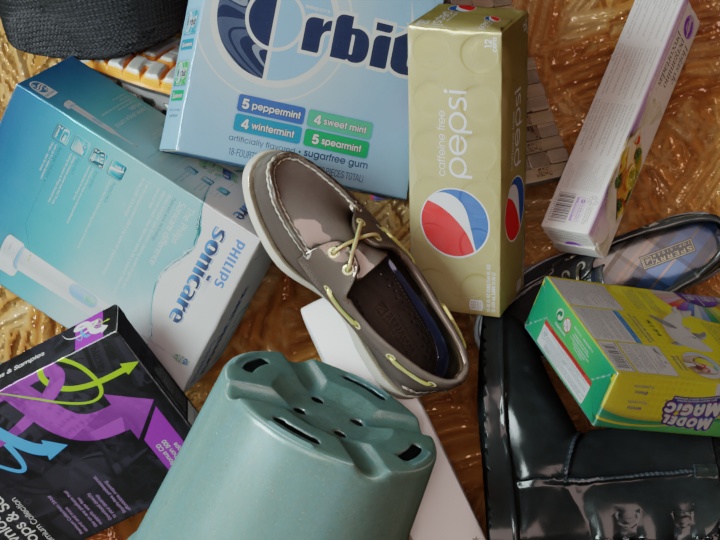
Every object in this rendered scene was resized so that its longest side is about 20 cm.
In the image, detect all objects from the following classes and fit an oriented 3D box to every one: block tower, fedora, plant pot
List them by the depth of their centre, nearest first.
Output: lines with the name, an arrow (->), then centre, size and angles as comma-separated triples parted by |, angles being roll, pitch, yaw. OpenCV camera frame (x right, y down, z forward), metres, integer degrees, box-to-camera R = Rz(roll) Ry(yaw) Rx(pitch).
plant pot -> -0.053, 0.172, 1.167 | 0.200, 0.200, 0.197 | 26, 107, 5
fedora -> -0.190, -0.203, 1.284 | 0.200, 0.201, 0.092 | -6, 113, 1
block tower -> 0.086, -0.150, 1.293 | 0.054, 0.058, 0.201 | -14, 80, -29

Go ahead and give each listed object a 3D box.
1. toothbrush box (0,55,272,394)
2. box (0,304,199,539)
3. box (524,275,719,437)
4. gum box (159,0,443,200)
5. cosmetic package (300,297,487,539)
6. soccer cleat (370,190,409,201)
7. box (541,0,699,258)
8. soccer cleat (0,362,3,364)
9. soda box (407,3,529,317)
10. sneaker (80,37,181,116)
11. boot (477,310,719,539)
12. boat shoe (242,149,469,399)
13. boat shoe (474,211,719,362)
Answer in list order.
toothbrush box -> -0.164, -0.031, 1.252 | 0.200, 0.085, 0.147 | 32, 118, 7
box -> -0.213, 0.124, 1.234 | 0.200, 0.036, 0.143 | -27, 123, 12
box -> 0.222, 0.061, 1.214 | 0.199, 0.117, 0.048 | 6, 121, -25
gum box -> -0.032, -0.162, 1.217 | 0.169, 0.045, 0.201 | 11, 90, -22
cosmetic package -> 0.024, 0.109, 1.260 | 0.051, 0.083, 0.201 | -26, 83, -1
soccer cleat -> -0.003, -0.146, 1.298 | 0.073, 0.068, 0.200 | -28, 87, -4
box -> 0.185, -0.104, 1.273 | 0.041, 0.039, 0.201 | 11, 68, 33
soccer cleat -> -0.315, 0.085, 1.274 | 0.199, 0.084, 0.065 | 6, 83, 3
soda box -> 0.073, -0.075, 1.216 | 0.067, 0.064, 0.201 | 7, 113, 20
sneaker -> -0.115, -0.113, 1.298 | 0.199, 0.078, 0.077 | 20, 122, 17
boot -> 0.162, 0.116, 1.212 | 0.162, 0.073, 0.199 | -3, 62, 1
boat shoe -> 0.000, 0.000, 1.180 | 0.072, 0.059, 0.200 | -42, 104, -26
boat shoe -> 0.174, 0.011, 1.273 | 0.199, 0.066, 0.070 | -20, 83, 0
